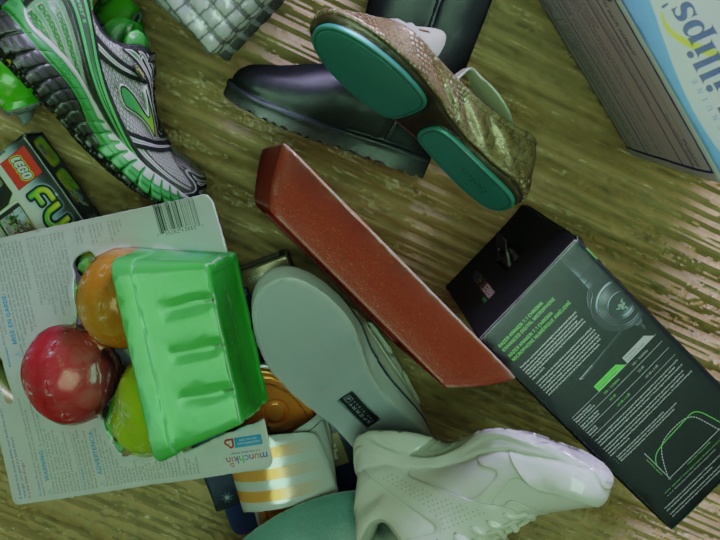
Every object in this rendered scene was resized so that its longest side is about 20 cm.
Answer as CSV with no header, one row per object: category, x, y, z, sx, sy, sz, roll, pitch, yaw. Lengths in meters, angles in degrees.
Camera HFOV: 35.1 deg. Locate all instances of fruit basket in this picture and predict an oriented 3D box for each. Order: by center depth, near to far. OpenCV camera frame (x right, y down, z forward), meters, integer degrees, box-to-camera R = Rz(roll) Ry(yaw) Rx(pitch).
fruit basket,-0.167,0.057,0.770,0.198,0.094,0.187,-10,96,21

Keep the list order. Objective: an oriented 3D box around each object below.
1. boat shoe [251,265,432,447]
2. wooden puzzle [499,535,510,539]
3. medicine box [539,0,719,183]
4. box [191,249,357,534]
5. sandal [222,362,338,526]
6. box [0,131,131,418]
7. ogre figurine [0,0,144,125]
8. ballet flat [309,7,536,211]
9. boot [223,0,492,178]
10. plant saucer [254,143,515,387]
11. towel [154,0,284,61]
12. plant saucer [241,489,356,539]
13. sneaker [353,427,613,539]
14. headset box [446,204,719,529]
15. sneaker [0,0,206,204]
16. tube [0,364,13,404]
boat shoe,-0.011,0.063,0.826,0.071,0.070,0.200,-32,119,16
wooden puzzle,0.056,0.281,0.850,0.184,0.046,0.201,-35,129,0
medicine box,0.200,-0.170,0.748,0.102,0.200,0.183,-33,101,3
box,-0.077,0.099,0.865,0.120,0.032,0.202,-20,102,0
sandal,-0.048,0.168,0.834,0.078,0.059,0.209,-15,105,-2
box,-0.218,0.015,0.820,0.110,0.035,0.201,-34,94,11
ogre figurine,-0.257,-0.184,0.774,0.199,0.098,0.121,34,83,-41
ballet flat,0.048,-0.122,0.771,0.200,0.070,0.066,41,64,-29
boot,0.010,-0.186,0.798,0.163,0.066,0.202,17,104,-19
plant saucer,0.000,0.000,0.765,0.200,0.200,0.037,44,88,-10
towel,-0.105,-0.269,0.765,0.165,0.086,0.200,-42,90,12
plant saucer,-0.022,0.253,0.848,0.198,0.036,0.202,-12,124,-18
sneaker,0.076,0.158,0.749,0.078,0.199,0.101,25,65,-42
headset box,0.158,0.054,0.799,0.200,0.174,0.093,44,96,-8
sneaker,-0.159,-0.115,0.769,0.085,0.078,0.200,-46,135,-9
tube,-0.336,0.051,0.833,0.199,0.052,0.058,38,56,-4
